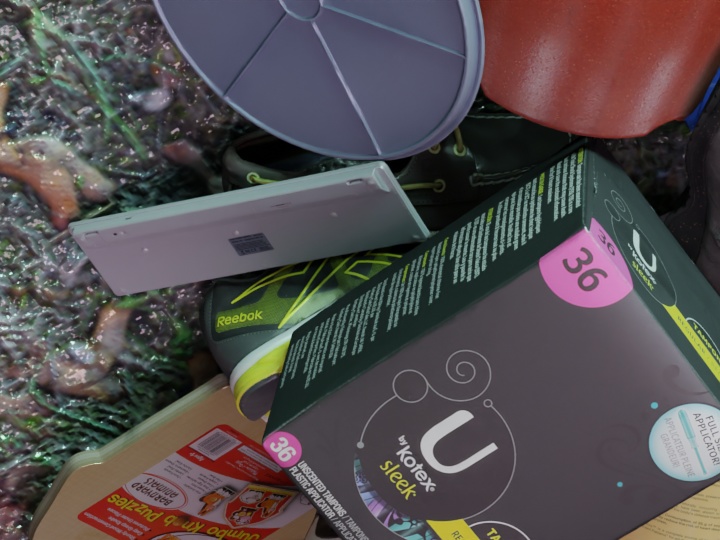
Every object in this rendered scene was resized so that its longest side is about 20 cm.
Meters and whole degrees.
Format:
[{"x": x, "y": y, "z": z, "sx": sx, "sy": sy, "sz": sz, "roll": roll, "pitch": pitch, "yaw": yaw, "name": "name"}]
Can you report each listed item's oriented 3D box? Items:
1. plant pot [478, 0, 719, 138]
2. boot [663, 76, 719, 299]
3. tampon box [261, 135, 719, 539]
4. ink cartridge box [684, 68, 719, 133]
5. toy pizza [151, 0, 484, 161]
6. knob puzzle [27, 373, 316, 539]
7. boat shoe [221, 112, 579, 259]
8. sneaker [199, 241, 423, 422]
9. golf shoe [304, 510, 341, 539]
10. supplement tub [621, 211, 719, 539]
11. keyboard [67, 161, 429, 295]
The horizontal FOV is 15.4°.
[{"x": 0.127, "y": -0.184, "z": 1.298, "sx": 0.200, "sy": 0.201, "sz": 0.196, "roll": 2, "pitch": 134, "yaw": -17, "name": "plant pot"}, {"x": 0.228, "y": -0.037, "z": 1.345, "sx": 0.131, "sy": 0.070, "sz": 0.200, "roll": 26, "pitch": 143, "yaw": 12, "name": "boot"}, {"x": 0.077, "y": 0.060, "z": 1.339, "sx": 0.200, "sy": 0.126, "sz": 0.150, "roll": -34, "pitch": 108, "yaw": 20, "name": "tampon box"}, {"x": 0.243, "y": -0.064, "z": 1.472, "sx": 0.044, "sy": 0.094, "sz": 0.200, "roll": -41, "pitch": 127, "yaw": 18, "name": "ink cartridge box"}, {"x": -0.023, "y": -0.142, "z": 1.318, "sx": 0.199, "sy": 0.032, "sz": 0.201, "roll": 21, "pitch": 136, "yaw": 22, "name": "toy pizza"}, {"x": -0.110, "y": 0.136, "z": 1.557, "sx": 0.218, "sy": 0.031, "sz": 0.220, "roll": -14, "pitch": 145, "yaw": -10, "name": "knob puzzle"}, {"x": 0.025, "y": -0.055, "z": 1.431, "sx": 0.200, "sy": 0.072, "sz": 0.061, "roll": -11, "pitch": 133, "yaw": -4, "name": "boat shoe"}, {"x": 0.000, "y": 0.000, "z": 1.466, "sx": 0.199, "sy": 0.085, "sz": 0.075, "roll": -30, "pitch": 156, "yaw": -20, "name": "sneaker"}, {"x": -0.001, "y": 0.125, "z": 1.501, "sx": 0.077, "sy": 0.200, "sz": 0.095, "roll": -5, "pitch": 126, "yaw": 30, "name": "golf shoe"}, {"x": 0.202, "y": 0.078, "z": 1.534, "sx": 0.145, "sy": 0.146, "sz": 0.201, "roll": -1, "pitch": 126, "yaw": -15, "name": "supplement tub"}, {"x": -0.061, "y": -0.020, "z": 1.410, "sx": 0.199, "sy": 0.011, "sz": 0.056, "roll": -10, "pitch": 138, "yaw": 29, "name": "keyboard"}]
